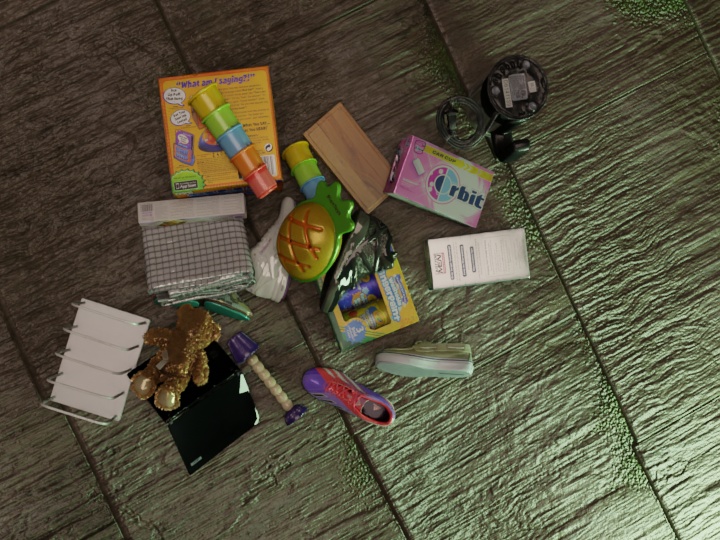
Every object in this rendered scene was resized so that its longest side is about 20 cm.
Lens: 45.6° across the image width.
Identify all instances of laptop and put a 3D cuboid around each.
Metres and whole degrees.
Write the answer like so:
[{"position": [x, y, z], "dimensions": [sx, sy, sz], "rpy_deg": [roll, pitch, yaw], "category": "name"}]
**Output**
[{"position": [-0.314, 0.242, 1.629], "dimensions": [0.176, 0.104, 0.200], "rpy_deg": [-34, 68, -31], "category": "laptop"}]

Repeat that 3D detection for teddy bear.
[{"position": [-0.340, 0.163, 1.583], "dimensions": [0.142, 0.067, 0.203], "rpy_deg": [7, 60, 4], "category": "teddy bear"}]

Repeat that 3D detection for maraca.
[{"position": [-0.082, -0.069, 1.551], "dimensions": [0.138, 0.106, 0.201], "rpy_deg": [52, 121, 22], "category": "maraca"}]

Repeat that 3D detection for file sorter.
[{"position": [-0.494, 0.170, 1.592], "dimensions": [0.136, 0.125, 0.204], "rpy_deg": [17, 88, -4], "category": "file sorter"}]

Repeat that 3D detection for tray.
[{"position": [-0.014, -0.219, 1.686], "dimensions": [0.098, 0.037, 0.201], "rpy_deg": [-40, 94, -4], "category": "tray"}]

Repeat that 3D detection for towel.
[{"position": [-0.306, -0.031, 1.608], "dimensions": [0.196, 0.086, 0.169], "rpy_deg": [-12, 67, -6], "category": "towel"}]

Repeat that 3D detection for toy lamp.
[{"position": [-0.184, 0.206, 1.655], "dimensions": [0.058, 0.058, 0.201], "rpy_deg": [-37, 92, -5], "category": "toy lamp"}]

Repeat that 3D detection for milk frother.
[{"position": [0.232, -0.305, 1.634], "dimensions": [0.196, 0.188, 0.185], "rpy_deg": [8, 88, -5], "category": "milk frother"}]

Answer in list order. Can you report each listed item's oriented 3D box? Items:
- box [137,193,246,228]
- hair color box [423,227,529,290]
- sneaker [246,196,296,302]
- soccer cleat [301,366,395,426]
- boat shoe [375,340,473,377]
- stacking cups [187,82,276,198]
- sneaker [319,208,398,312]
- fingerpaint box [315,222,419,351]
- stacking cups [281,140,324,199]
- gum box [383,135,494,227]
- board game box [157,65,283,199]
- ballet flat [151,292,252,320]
[{"position": [-0.308, -0.109, 1.571], "dimensions": [0.195, 0.039, 0.042], "rpy_deg": [-7, 80, -3], "category": "box"}, {"position": [0.228, -0.023, 1.694], "dimensions": [0.195, 0.061, 0.102], "rpy_deg": [-7, 90, -6], "category": "hair color box"}, {"position": [-0.171, -0.045, 1.648], "dimensions": [0.097, 0.075, 0.204], "rpy_deg": [12, 88, -6], "category": "sneaker"}, {"position": [-0.021, 0.244, 1.661], "dimensions": [0.197, 0.073, 0.069], "rpy_deg": [27, 87, -5], "category": "soccer cleat"}, {"position": [0.125, 0.171, 1.687], "dimensions": [0.195, 0.072, 0.063], "rpy_deg": [6, 64, -9], "category": "boat shoe"}, {"position": [-0.209, -0.219, 1.449], "dimensions": [0.060, 0.060, 0.201], "rpy_deg": [-37, 94, -5], "category": "stacking cups"}, {"position": [0.000, 0.000, 1.589], "dimensions": [0.113, 0.076, 0.202], "rpy_deg": [25, 95, -15], "category": "sneaker"}, {"position": [0.002, 0.032, 1.665], "dimensions": [0.164, 0.073, 0.204], "rpy_deg": [-20, 91, -6], "category": "fingerpaint box"}, {"position": [-0.081, -0.149, 1.642], "dimensions": [0.060, 0.061, 0.202], "rpy_deg": [-27, 77, -5], "category": "stacking cups"}, {"position": [0.147, -0.173, 1.664], "dimensions": [0.197, 0.066, 0.116], "rpy_deg": [21, 88, -18], "category": "gum box"}, {"position": [-0.251, -0.244, 1.580], "dimensions": [0.195, 0.200, 0.205], "rpy_deg": [-7, 90, -5], "category": "board game box"}, {"position": [-0.300, 0.044, 1.646], "dimensions": [0.196, 0.069, 0.073], "rpy_deg": [11, 69, -5], "category": "ballet flat"}]
